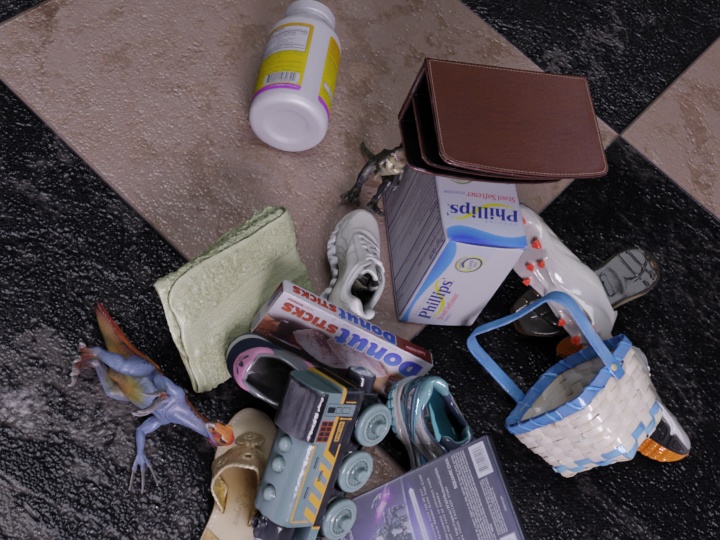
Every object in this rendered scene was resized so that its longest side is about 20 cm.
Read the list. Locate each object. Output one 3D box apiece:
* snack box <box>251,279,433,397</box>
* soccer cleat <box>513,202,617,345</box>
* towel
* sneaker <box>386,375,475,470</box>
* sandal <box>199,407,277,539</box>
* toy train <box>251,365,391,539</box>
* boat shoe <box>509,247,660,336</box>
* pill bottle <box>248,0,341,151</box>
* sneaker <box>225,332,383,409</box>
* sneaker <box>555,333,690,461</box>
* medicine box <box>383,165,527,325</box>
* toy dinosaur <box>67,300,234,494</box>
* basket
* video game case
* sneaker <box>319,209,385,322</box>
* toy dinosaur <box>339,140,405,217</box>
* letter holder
[{"bbox_3d":[-0.019,0.081,1.146,0.199,0.072,0.024,27,32,-21],"label":"snack box"},{"bbox_3d":[0.237,-0.001,1.244,0.201,0.069,0.077,55,46,-2],"label":"soccer cleat"},{"bbox_3d":[-0.132,0.030,1.145,0.036,0.150,0.200,7,35,43],"label":"towel"},{"bbox_3d":[0.092,0.208,1.111,0.077,0.086,0.202,-20,84,-31],"label":"sneaker"},{"bbox_3d":[-0.120,0.225,1.053,0.077,0.070,0.213,19,54,-6],"label":"sandal"},{"bbox_3d":[-0.046,0.189,1.035,0.113,0.202,0.085,11,12,-45],"label":"toy train"},{"bbox_3d":[0.286,0.036,1.315,0.198,0.074,0.076,-19,79,-8],"label":"boat shoe"},{"bbox_3d":[-0.081,-0.263,1.360,0.103,0.105,0.202,15,55,-9],"label":"pill bottle"},{"bbox_3d":[-0.055,0.138,1.104,0.198,0.082,0.071,26,95,-15],"label":"sneaker"},{"bbox_3d":[0.339,0.141,1.267,0.092,0.076,0.200,-32,74,-37],"label":"sneaker"},{"bbox_3d":[0.108,-0.064,1.248,0.102,0.183,0.202,4,57,-16],"label":"medicine box"},{"bbox_3d":[-0.210,0.119,1.072,0.180,0.105,0.202,18,52,-12],"label":"toy dinosaur"},{"bbox_3d":[0.230,0.127,1.178,0.200,0.176,0.139,48,55,-8],"label":"basket"},{"bbox_3d":[0.066,0.271,1.034,0.019,0.199,0.144,36,31,-54],"label":"video game case"},{"bbox_3d":[0.000,0.000,1.221,0.075,0.081,0.201,31,45,-22],"label":"sneaker"},{"bbox_3d":[0.019,-0.119,1.296,0.047,0.200,0.089,27,89,-18],"label":"toy dinosaur"},{"bbox_3d":[0.157,-0.138,1.139,0.198,0.101,0.144,3,59,-18],"label":"letter holder"}]
